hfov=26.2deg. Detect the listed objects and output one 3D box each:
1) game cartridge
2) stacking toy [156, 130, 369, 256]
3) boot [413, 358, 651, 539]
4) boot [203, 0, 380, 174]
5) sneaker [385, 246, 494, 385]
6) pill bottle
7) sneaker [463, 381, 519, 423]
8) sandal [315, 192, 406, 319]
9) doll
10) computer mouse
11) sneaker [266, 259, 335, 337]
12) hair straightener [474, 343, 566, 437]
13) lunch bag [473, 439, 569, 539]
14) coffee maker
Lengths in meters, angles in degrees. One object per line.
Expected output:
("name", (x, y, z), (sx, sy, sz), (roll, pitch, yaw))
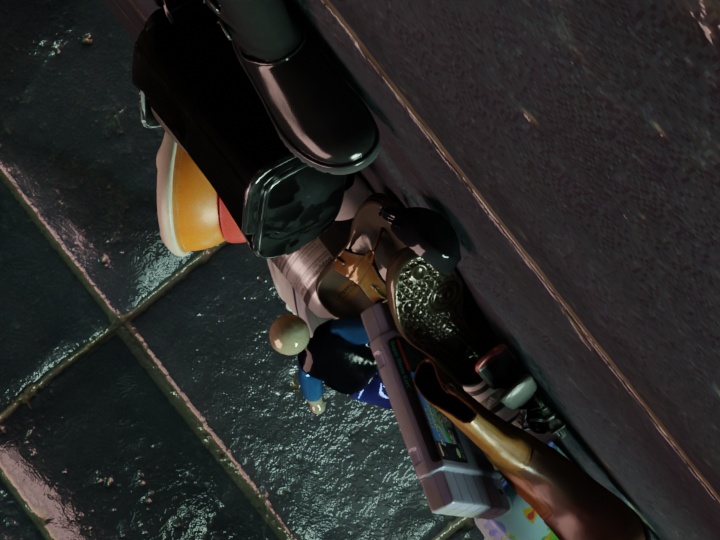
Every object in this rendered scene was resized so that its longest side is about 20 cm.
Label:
("game cartridge", (0.070, 0.130, 1.431), (0.129, 0.038, 0.201), (26, -140, -62))
("stacking toy", (-0.089, -0.081, 1.493), (0.146, 0.198, 0.148), (4, -90, -83))
("boot", (0.151, 0.166, 1.351), (0.200, 0.068, 0.188), (45, -178, -40))
("boot", (-0.060, -0.170, 1.076), (0.165, 0.065, 0.200), (48, 170, 25))
("sneaker", (0.058, 0.033, 1.392), (0.076, 0.070, 0.200), (47, 174, 41))
("pill bottle", (-0.031, -0.025, 1.582), (0.200, 0.113, 0.113), (51, 176, 12))
("sneaker", (0.098, 0.102, 1.657), (0.116, 0.075, 0.200), (62, 166, -12))
("sandal", (0.000, 0.000, 1.430), (0.082, 0.055, 0.200), (43, 145, -2))
("doll", (-0.005, 0.096, 1.524), (0.199, 0.136, 0.049), (26, -144, -29))
("computer mouse", (0.049, -0.035, 1.241), (0.058, 0.034, 0.200), (36, -176, -11))
("sneaker", (-0.048, 0.028, 1.657), (0.071, 0.072, 0.201), (-56, 46, 53))
("hair straightener", (0.148, 0.125, 1.388), (0.077, 0.041, 0.200), (51, 176, 22))
("lunch bag", (0.196, 0.277, 1.581), (0.170, 0.127, 0.200), (51, 166, 10))
("coffee maker", (-0.107, -0.135, 1.335), (0.200, 0.134, 0.192), (49, 174, 28))
